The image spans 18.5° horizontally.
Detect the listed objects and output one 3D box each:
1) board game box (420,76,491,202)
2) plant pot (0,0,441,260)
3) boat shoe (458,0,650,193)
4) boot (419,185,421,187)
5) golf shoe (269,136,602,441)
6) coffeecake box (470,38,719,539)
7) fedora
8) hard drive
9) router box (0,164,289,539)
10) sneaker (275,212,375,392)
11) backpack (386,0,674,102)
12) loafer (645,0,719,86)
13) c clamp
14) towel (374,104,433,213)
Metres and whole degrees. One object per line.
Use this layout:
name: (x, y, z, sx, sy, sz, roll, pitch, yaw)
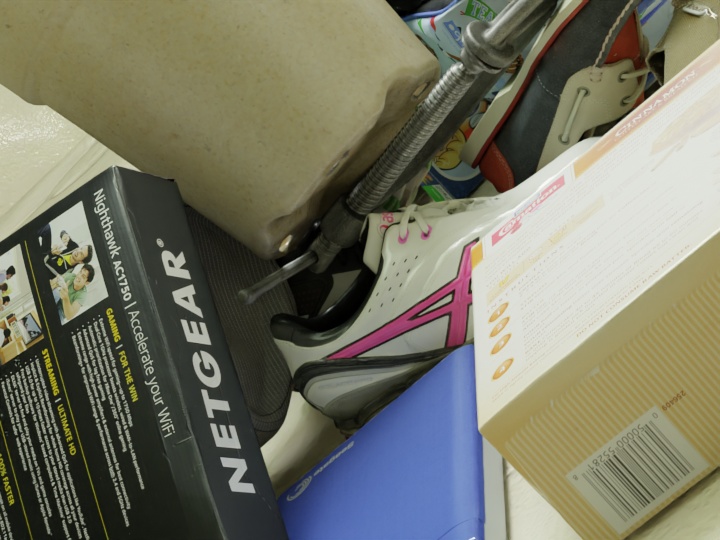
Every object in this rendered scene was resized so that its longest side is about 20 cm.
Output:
board game box: (0.076, -0.157, 1.367, 0.200, 0.135, 0.034, -48, 13, -13)
plant pot: (-0.067, -0.113, 1.111, 0.201, 0.183, 0.200, -47, -7, -7)
boat shoe: (0.114, -0.100, 1.110, 0.071, 0.062, 0.200, -49, -5, -39)
boot: (-0.014, -0.114, 1.446, 0.204, 0.154, 0.073, -51, 10, -35)
golf shoe: (0.047, -0.003, 1.075, 0.200, 0.092, 0.073, -42, 13, 2)
coffeecake box: (0.123, 0.001, 0.876, 0.153, 0.073, 0.200, -40, 14, 15)
fedora: (-0.091, 0.038, 1.142, 0.090, 0.176, 0.201, -30, 60, 31)
hard drive: (0.007, 0.116, 0.969, 0.132, 0.025, 0.200, -41, 14, 15)
router box: (-0.125, 0.075, 1.020, 0.149, 0.201, 0.051, -31, -24, 28)
sneaker: (0.000, 0.000, 1.193, 0.200, 0.098, 0.071, -26, 20, 49)
backpack: (0.117, -0.166, 1.239, 0.200, 0.154, 0.190, -49, 5, -1)
loafer: (0.173, -0.106, 1.052, 0.067, 0.076, 0.200, -29, 19, 28)
c clamp: (0.036, -0.071, 1.096, 0.200, 0.027, 0.171, -50, -7, 29)
towel: (-0.019, -0.093, 1.283, 0.023, 0.152, 0.200, -44, -12, -25)
